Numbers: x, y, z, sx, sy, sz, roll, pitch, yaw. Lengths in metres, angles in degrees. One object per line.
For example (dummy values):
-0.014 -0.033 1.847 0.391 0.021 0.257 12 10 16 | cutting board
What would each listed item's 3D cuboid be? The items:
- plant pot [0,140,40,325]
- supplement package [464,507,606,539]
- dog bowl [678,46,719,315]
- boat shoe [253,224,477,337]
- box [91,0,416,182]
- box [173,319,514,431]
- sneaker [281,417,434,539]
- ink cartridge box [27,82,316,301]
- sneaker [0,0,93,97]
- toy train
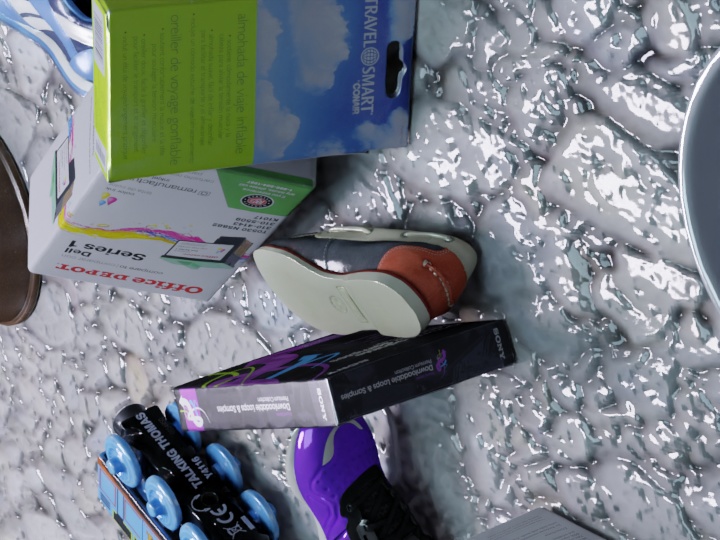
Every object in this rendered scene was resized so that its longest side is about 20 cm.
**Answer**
-0.415 -0.023 1.967 0.200 0.198 0.201 29 128 46 | plant pot
0.122 0.264 1.351 0.200 0.151 0.151 23 124 49 | supplement package
0.250 -0.034 1.083 0.200 0.079 0.201 31 129 46 | dog bowl
0.000 0.000 1.489 0.200 0.063 0.071 7 137 57 | boat shoe
-0.068 -0.127 1.416 0.048 0.199 0.122 -123 31 -54 | box
-0.014 0.069 1.467 0.200 0.143 0.036 -5 100 56 | box
0.014 0.177 1.545 0.099 0.069 0.201 22 136 42 | sneaker
-0.135 -0.062 1.563 0.200 0.144 0.084 136 138 -54 | ink cartridge box
-0.225 -0.211 1.712 0.200 0.074 0.082 40 135 29 | sneaker
-0.132 0.192 1.763 0.200 0.086 0.115 45 148 31 | toy train
